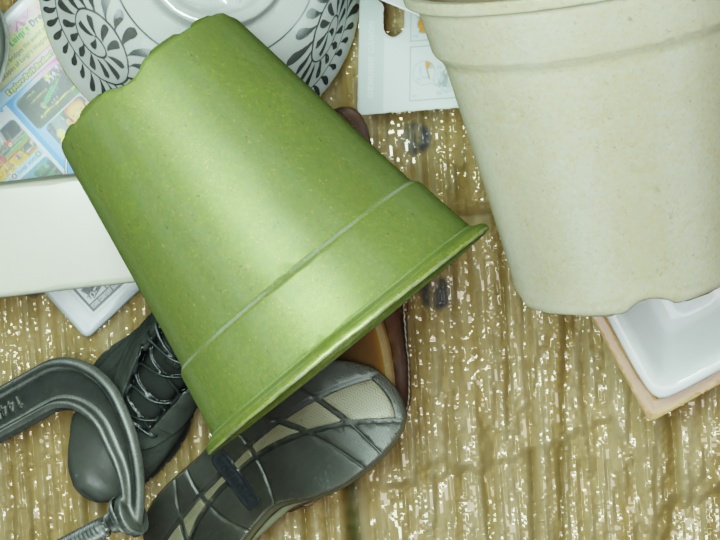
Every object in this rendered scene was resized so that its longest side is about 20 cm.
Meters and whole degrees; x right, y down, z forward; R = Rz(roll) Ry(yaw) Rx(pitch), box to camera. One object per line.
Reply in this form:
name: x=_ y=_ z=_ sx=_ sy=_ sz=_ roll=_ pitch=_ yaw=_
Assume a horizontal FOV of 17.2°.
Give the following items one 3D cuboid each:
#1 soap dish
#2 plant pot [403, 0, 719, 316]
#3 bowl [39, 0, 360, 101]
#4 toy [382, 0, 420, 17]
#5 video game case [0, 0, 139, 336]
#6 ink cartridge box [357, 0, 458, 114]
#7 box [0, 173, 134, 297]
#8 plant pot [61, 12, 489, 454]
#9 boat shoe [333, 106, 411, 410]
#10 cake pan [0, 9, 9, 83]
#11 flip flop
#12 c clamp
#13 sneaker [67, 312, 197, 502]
soap dish: x=0.223 y=-0.027 z=1.446 sx=0.199 sy=0.081 sz=0.158 roll=-29 pitch=93 yaw=2
plant pot: x=0.137 y=-0.081 z=1.307 sx=0.199 sy=0.201 sz=0.185 roll=-11 pitch=105 yaw=1
bowl: x=-0.091 y=-0.179 z=1.414 sx=0.199 sy=0.094 sz=0.202 roll=1 pitch=84 yaw=-8
toy: x=0.018 y=-0.231 z=1.411 sx=0.114 sy=0.047 sz=0.201 roll=22 pitch=59 yaw=1
video game case: x=-0.157 y=-0.093 z=1.475 sx=0.200 sy=0.024 sz=0.182 roll=-42 pitch=92 yaw=3
ink cartridge box: x=0.099 y=-0.172 z=1.444 sx=0.199 sy=0.047 sz=0.161 roll=-2 pitch=81 yaw=22
box: x=-0.213 y=-0.019 z=1.430 sx=0.198 sy=0.082 sz=0.069 roll=-6 pitch=94 yaw=4
plant pot: x=-0.062 y=-0.035 z=1.321 sx=0.200 sy=0.200 sz=0.190 roll=-38 pitch=88 yaw=2
boat shoe: x=0.000 y=0.000 z=1.454 sx=0.070 sy=0.070 sz=0.201 roll=-27 pitch=112 yaw=-41
cake pan: x=-0.305 y=-0.117 z=1.401 sx=0.199 sy=0.201 sz=0.037 roll=-21 pitch=136 yaw=2
flip flop: x=-0.051 y=0.122 z=1.462 sx=0.200 sy=0.057 sz=0.081 roll=-42 pitch=75 yaw=24
c clamp: x=-0.200 y=0.154 z=1.460 sx=0.200 sy=0.027 sz=0.172 roll=-35 pitch=78 yaw=26
sneaker: x=-0.118 y=0.055 z=1.449 sx=0.076 sy=0.091 sz=0.201 roll=32 pitch=94 yaw=-3
